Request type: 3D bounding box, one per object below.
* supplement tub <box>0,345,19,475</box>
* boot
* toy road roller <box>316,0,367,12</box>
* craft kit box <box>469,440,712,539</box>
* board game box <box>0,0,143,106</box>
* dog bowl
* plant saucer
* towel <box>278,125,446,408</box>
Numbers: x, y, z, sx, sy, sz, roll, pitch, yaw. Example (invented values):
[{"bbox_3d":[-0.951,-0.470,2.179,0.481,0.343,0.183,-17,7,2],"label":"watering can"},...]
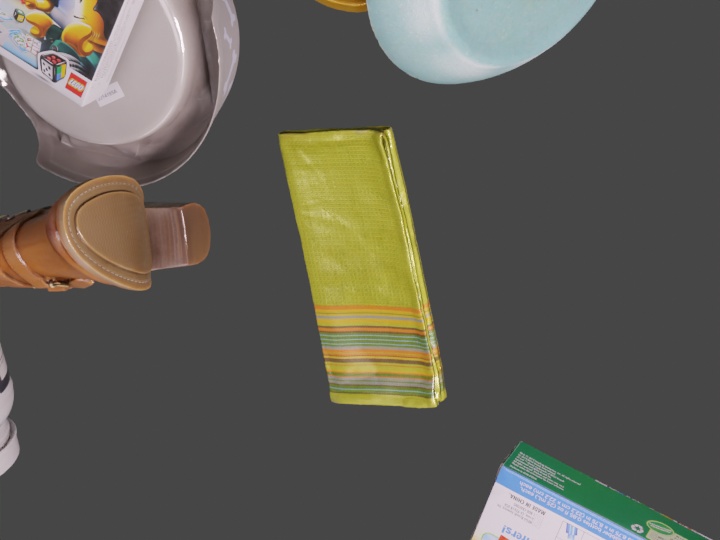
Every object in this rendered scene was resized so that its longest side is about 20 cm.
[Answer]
[{"bbox_3d":[-0.329,0.055,1.745,0.140,0.140,0.200,-3,111,26],"label":"supplement tub"},{"bbox_3d":[-0.205,-0.015,1.620,0.155,0.200,0.074,-5,84,19],"label":"boot"},{"bbox_3d":[0.028,-0.246,1.464,0.123,0.146,0.200,43,86,2],"label":"toy road roller"},{"bbox_3d":[0.158,0.244,1.663,0.200,0.049,0.198,28,120,11],"label":"craft kit box"},{"bbox_3d":[-0.231,-0.211,1.566,0.200,0.035,0.126,32,122,9],"label":"board game box"},{"bbox_3d":[-0.170,-0.157,1.618,0.200,0.059,0.200,11,118,21],"label":"dog bowl"},{"bbox_3d":[0.091,-0.191,1.397,0.036,0.200,0.200,38,128,38],"label":"plant saucer"},{"bbox_3d":[0.000,0.000,1.637,0.086,0.018,0.200,-2,112,25],"label":"towel"}]
